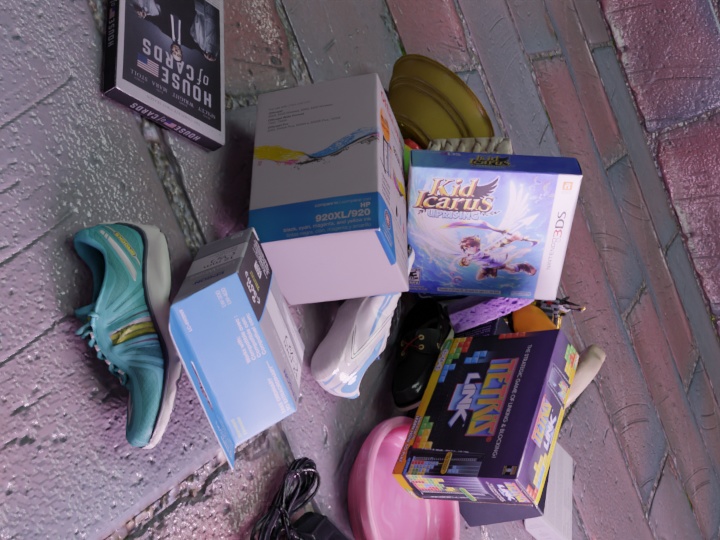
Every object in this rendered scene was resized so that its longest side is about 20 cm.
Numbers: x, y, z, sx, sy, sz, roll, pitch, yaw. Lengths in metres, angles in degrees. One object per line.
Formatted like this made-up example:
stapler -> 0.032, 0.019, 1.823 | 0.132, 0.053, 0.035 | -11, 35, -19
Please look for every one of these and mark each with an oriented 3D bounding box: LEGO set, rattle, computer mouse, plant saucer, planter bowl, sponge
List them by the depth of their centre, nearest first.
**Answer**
computer mouse -> -0.036, 0.302, 0.855 | 0.200, 0.053, 0.139 | 50, 35, -13
plant saucer -> 0.048, 0.276, 0.994 | 0.200, 0.051, 0.202 | 32, 49, -47
rattle -> 0.219, 0.143, 1.094 | 0.200, 0.130, 0.143 | -39, 96, -30
sponge -> 0.177, 0.046, 1.186 | 0.200, 0.111, 0.030 | -16, 83, -85
planter bowl -> 0.097, -0.215, 1.255 | 0.083, 0.200, 0.201 | -45, 118, -16
LEGO set -> 0.244, 0.072, 1.288 | 0.200, 0.153, 0.117 | -17, 114, -58

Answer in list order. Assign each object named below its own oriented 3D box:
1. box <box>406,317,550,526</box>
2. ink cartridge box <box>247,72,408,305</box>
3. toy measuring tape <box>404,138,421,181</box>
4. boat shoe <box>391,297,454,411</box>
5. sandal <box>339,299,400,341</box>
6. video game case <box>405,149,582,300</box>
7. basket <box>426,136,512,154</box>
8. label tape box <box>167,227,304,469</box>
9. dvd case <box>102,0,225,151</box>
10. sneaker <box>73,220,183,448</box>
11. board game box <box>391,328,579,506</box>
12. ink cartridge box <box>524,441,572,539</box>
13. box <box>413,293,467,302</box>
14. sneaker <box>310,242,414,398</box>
box -> 0.171, 0.205, 1.159 | 0.197, 0.117, 0.200 | 56, 33, -23
ink cartridge box -> -0.030, -0.088, 0.936 | 0.147, 0.144, 0.201 | 60, 26, -59
toy measuring tape -> 0.041, -0.173, 1.189 | 0.200, 0.073, 0.074 | 45, 40, -44
boat shoe -> 0.074, 0.108, 1.102 | 0.063, 0.073, 0.202 | 61, 27, -19
sandal -> 0.001, -0.001, 1.052 | 0.048, 0.075, 0.202 | 42, 32, -82
video game case -> 0.152, -0.052, 1.021 | 0.046, 0.198, 0.182 | -87, 180, -55
basket -> 0.142, -0.083, 1.155 | 0.201, 0.135, 0.124 | -72, 157, -46
label tape box -> -0.107, 0.062, 0.766 | 0.200, 0.066, 0.144 | -98, 168, -71
dvd case -> -0.205, -0.244, 0.897 | 0.150, 0.025, 0.201 | 24, 54, -50
sneaker -> -0.203, 0.054, 0.718 | 0.079, 0.077, 0.201 | 1, 68, -37
board game box -> 0.144, 0.164, 0.964 | 0.057, 0.165, 0.201 | 50, 48, -29
ink cartridge box -> 0.267, 0.320, 1.327 | 0.200, 0.047, 0.161 | 44, 41, -29
box -> 0.110, -0.016, 1.259 | 0.200, 0.032, 0.122 | 0, 73, -58
sneaker -> 0.010, 0.056, 0.989 | 0.072, 0.072, 0.201 | 43, 68, -38
